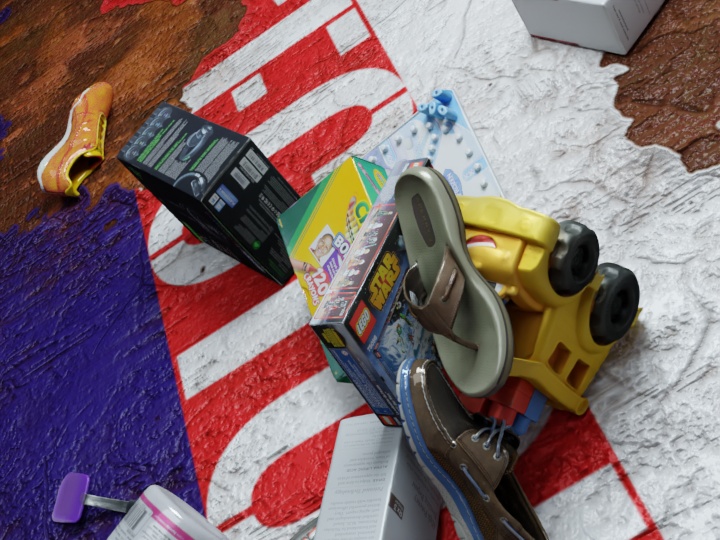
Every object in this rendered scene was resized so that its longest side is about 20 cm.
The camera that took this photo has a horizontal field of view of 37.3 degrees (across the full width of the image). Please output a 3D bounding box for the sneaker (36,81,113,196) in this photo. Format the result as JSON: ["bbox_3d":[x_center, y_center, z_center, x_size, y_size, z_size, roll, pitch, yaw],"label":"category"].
[{"bbox_3d":[-0.404,-0.191,1.582,0.077,0.073,0.201,12,67,15],"label":"sneaker"}]

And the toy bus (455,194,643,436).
[{"bbox_3d":[0.132,0.053,0.935,0.135,0.200,0.193,19,77,43],"label":"toy bus"}]

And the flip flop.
[{"bbox_3d":[0.063,0.009,0.862,0.081,0.057,0.201,-31,72,47],"label":"flip flop"}]

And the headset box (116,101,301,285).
[{"bbox_3d":[-0.168,-0.094,1.258,0.200,0.174,0.093,27,74,43],"label":"headset box"}]

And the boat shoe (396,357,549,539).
[{"bbox_3d":[0.098,0.156,0.891,0.072,0.201,0.072,-22,12,27],"label":"boat shoe"}]

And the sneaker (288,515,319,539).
[{"bbox_3d":[-0.095,0.288,0.986,0.200,0.077,0.082,-45,43,-4],"label":"sneaker"}]

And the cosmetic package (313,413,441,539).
[{"bbox_3d":[0.014,0.232,0.921,0.074,0.102,0.201,-12,45,25],"label":"cosmetic package"}]

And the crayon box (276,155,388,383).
[{"bbox_3d":[0.000,0.000,1.087,0.119,0.058,0.201,-37,60,28],"label":"crayon box"}]

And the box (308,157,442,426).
[{"bbox_3d":[0.040,0.017,0.944,0.040,0.137,0.200,-4,44,36],"label":"box"}]

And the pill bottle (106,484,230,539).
[{"bbox_3d":[-0.219,0.318,1.021,0.113,0.113,0.200,28,76,44],"label":"pill bottle"}]

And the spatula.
[{"bbox_3d":[-0.268,0.256,1.166,0.199,0.021,0.057,0,70,31],"label":"spatula"}]

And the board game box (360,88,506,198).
[{"bbox_3d":[0.052,-0.058,1.111,0.200,0.026,0.201,-36,61,28],"label":"board game box"}]

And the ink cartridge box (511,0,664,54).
[{"bbox_3d":[0.286,-0.358,1.216,0.147,0.083,0.200,25,74,44],"label":"ink cartridge box"}]
